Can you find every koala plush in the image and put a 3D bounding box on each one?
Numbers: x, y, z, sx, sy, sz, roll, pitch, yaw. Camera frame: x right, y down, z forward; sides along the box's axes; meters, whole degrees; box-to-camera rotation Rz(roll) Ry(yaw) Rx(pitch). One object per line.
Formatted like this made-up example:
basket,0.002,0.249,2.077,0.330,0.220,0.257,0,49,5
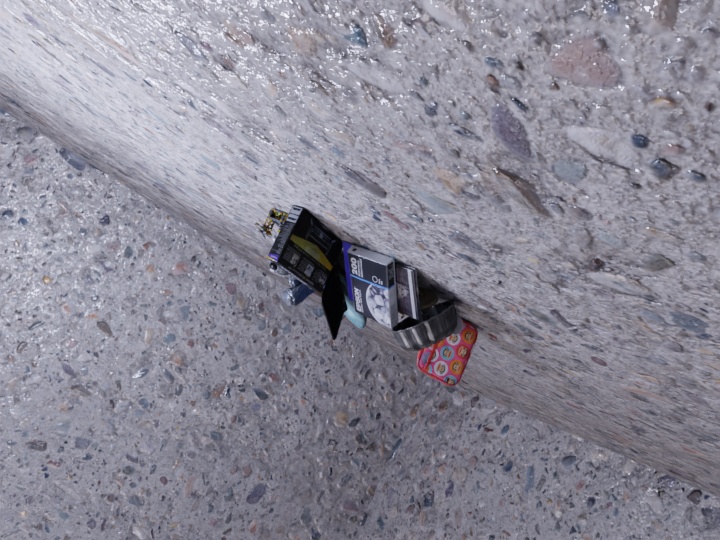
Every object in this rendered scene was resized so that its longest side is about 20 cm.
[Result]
koala plush,-0.226,-0.019,1.737,0.196,0.184,0.181,25,-146,34

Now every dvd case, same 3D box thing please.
dvd case,0.083,0.040,1.463,0.196,0.016,0.154,20,129,43

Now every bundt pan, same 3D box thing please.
bundt pan,0.184,0.161,1.476,0.078,0.196,0.201,66,165,-2

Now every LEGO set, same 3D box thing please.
LEGO set,-0.214,-0.090,1.577,0.195,0.119,0.154,24,169,21

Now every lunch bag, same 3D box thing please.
lunch bag,0.259,0.237,1.658,0.171,0.206,0.082,24,174,11

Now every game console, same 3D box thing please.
game console,-0.112,0.075,1.625,0.174,0.115,0.204,36,152,35

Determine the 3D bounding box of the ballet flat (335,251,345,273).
ballet flat,0.000,0.000,1.664,0.195,0.059,0.066,26,180,-23

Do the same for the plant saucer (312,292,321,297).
plant saucer,-0.117,0.028,1.858,0.192,0.036,0.203,10,-149,-6

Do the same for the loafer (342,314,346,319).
loafer,-0.019,0.110,1.825,0.064,0.196,0.072,58,-171,-2

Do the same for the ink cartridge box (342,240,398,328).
ink cartridge box,0.017,0.037,1.484,0.196,0.043,0.205,21,129,39

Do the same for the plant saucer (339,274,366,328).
plant saucer,-0.037,0.091,1.685,0.201,0.027,0.203,48,159,25

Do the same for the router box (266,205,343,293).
router box,-0.145,-0.055,1.456,0.051,0.161,0.199,16,164,41

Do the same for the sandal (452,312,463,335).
sandal,0.222,0.141,1.613,0.203,0.079,0.061,30,143,29

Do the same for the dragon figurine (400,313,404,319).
dragon figurine,0.083,0.114,1.663,0.099,0.060,0.198,39,-166,21

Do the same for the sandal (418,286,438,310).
sandal,0.130,0.053,1.515,0.196,0.081,0.055,27,151,31

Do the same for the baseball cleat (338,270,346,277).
baseball cleat,-0.025,0.037,1.713,0.201,0.069,0.107,49,171,8
